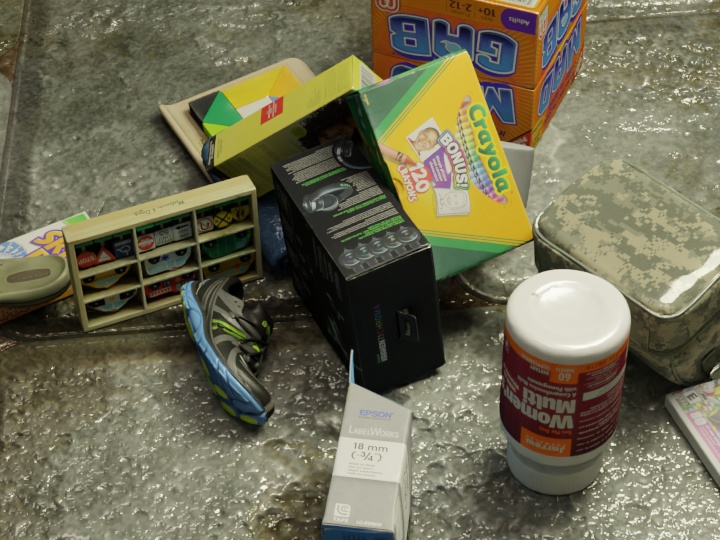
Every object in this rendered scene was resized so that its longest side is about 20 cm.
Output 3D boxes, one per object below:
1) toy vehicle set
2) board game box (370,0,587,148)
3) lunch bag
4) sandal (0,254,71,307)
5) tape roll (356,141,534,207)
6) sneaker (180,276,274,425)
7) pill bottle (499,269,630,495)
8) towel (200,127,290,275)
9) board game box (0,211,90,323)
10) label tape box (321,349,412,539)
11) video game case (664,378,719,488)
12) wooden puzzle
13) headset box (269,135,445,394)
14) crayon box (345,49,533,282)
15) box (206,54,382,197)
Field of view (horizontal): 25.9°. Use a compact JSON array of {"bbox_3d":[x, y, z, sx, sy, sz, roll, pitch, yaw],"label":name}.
[{"bbox_3d":[-0.201,-0.018,1.613,0.199,0.124,0.027,-17,45,-16],"label":"toy vehicle set"},{"bbox_3d":[0.143,-0.289,1.834,0.199,0.200,0.200,16,46,18],"label":"board game box"},{"bbox_3d":[0.272,0.011,1.534,0.139,0.168,0.200,-40,55,-20],"label":"lunch bag"},{"bbox_3d":[-0.398,0.007,1.608,0.200,0.057,0.080,-13,45,-10],"label":"sandal"},{"bbox_3d":[0.083,-0.113,1.671,0.200,0.066,0.200,9,7,-1],"label":"tape roll"},{"bbox_3d":[-0.122,0.070,1.555,0.082,0.071,0.200,-18,42,-8],"label":"sneaker"},{"bbox_3d":[0.180,0.105,1.410,0.109,0.200,0.110,-1,43,1],"label":"pill bottle"},{"bbox_3d":[-0.092,-0.089,1.718,0.111,0.049,0.200,-24,56,-14],"label":"towel"},{"bbox_3d":[-0.349,0.000,1.675,0.200,0.030,0.096,-22,47,-23],"label":"board game box"},{"bbox_3d":[0.012,0.190,1.367,0.063,0.144,0.200,4,43,6],"label":"label tape box"},{"bbox_3d":[0.411,0.145,1.492,0.199,0.018,0.143,-15,44,-13],"label":"video game case"},{"bbox_3d":[-0.116,-0.179,1.847,0.200,0.037,0.185,-21,46,-19],"label":"wooden puzzle"},{"bbox_3d":[0.000,0.000,1.546,0.093,0.174,0.200,-22,45,-13],"label":"headset box"},{"bbox_3d":[0.078,-0.101,1.535,0.119,0.200,0.058,-23,8,-12],"label":"crayon box"},{"bbox_3d":[-0.063,-0.144,1.620,0.200,0.075,0.050,-26,47,32],"label":"box"}]
